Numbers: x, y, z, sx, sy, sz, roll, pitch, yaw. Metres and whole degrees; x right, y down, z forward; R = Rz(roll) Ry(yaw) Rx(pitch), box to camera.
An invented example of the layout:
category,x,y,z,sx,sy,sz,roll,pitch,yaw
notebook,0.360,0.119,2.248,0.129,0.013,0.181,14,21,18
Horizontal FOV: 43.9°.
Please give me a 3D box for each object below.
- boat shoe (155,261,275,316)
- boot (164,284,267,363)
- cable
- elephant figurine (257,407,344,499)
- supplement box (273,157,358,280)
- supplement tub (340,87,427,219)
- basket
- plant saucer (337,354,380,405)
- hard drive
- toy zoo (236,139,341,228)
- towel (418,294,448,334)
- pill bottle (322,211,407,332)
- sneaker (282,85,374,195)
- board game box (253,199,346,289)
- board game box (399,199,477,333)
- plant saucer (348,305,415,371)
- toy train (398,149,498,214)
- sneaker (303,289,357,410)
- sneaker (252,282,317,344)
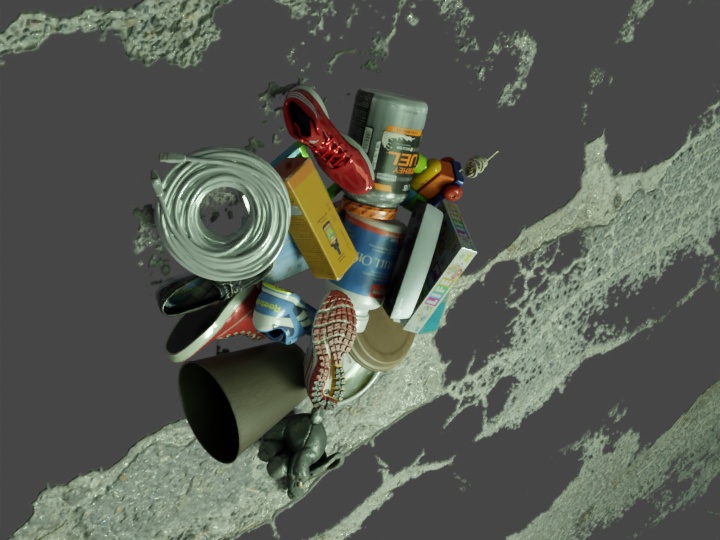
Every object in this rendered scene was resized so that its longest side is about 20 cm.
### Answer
category,x,y,z,sx,sy,sz,roll,pitch,yaw
boat shoe,-0.224,0.020,1.394,0.199,0.066,0.070,-18,121,-3
boot,-0.222,0.104,1.498,0.200,0.072,0.144,-45,138,-15
cable,-0.204,-0.086,1.329,0.199,0.069,0.201,-6,103,-10
elephant figurine,-0.105,0.356,1.737,0.200,0.154,0.142,48,38,-57
supplement box,-0.078,-0.081,1.433,0.067,0.069,0.200,-48,123,-34
supplement tub,0.033,-0.192,1.481,0.122,0.122,0.201,-1,110,-41
basket,-0.186,0.203,1.530,0.200,0.136,0.181,-25,92,-46
plant saucer,-0.035,0.161,1.709,0.200,0.050,0.201,-21,125,-32
hard drive,0.089,-0.019,1.529,0.042,0.135,0.201,17,95,-7
toy zoo,-0.121,-0.125,1.476,0.200,0.020,0.131,-43,136,-13
towel,0.127,0.039,1.800,0.146,0.022,0.201,-3,116,-41
pill bottle,0.000,0.000,1.550,0.112,0.112,0.201,6,107,-43
sneaker,-0.058,-0.185,1.371,0.078,0.116,0.200,-38,101,20
board game box,-0.098,-0.045,1.502,0.200,0.019,0.103,-25,134,-45
board game box,0.123,-0.006,1.583,0.034,0.135,0.200,16,125,-26
plant saucer,0.039,0.088,1.675,0.200,0.029,0.201,8,78,-43
toy train,0.131,-0.178,1.571,0.115,0.085,0.200,22,135,-34
sneaker,-0.063,0.129,1.506,0.078,0.082,0.201,8,101,-25
sneaker,-0.124,0.084,1.491,0.200,0.074,0.083,42,66,-62
